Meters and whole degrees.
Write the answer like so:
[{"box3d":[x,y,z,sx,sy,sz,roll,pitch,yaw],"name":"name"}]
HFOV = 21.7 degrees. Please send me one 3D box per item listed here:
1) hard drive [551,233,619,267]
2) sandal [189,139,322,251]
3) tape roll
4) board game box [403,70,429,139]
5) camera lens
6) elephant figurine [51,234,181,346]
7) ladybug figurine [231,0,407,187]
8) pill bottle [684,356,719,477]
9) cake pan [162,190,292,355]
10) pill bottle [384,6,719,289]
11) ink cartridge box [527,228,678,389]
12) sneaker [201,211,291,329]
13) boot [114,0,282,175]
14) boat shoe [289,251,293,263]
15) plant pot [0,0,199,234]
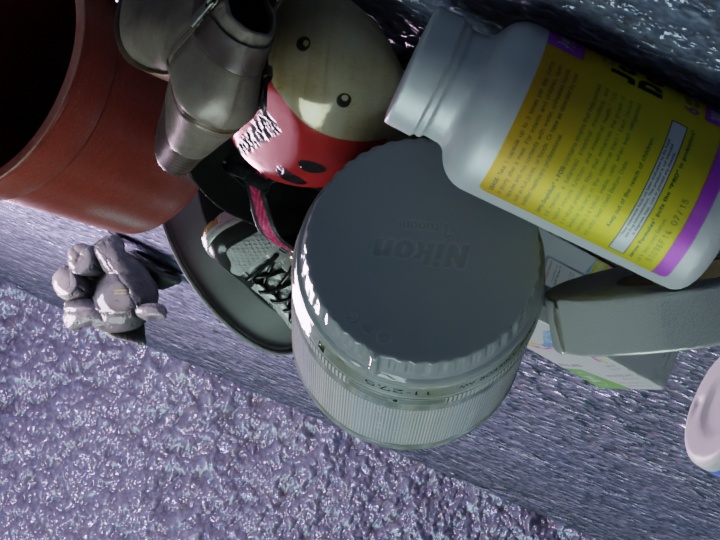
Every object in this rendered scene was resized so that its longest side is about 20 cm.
[{"box3d":[0.190,-0.015,1.399,0.199,0.027,0.132,28,169,-18],"name":"hard drive"},{"box3d":[-0.044,-0.045,1.394,0.200,0.075,0.045,39,-178,-21],"name":"sandal"},{"box3d":[0.214,0.016,1.168,0.201,0.037,0.203,-11,-175,1],"name":"tape roll"},{"box3d":[0.024,-0.078,1.338,0.134,0.034,0.200,44,165,-10],"name":"board game box"},{"box3d":[0.034,0.019,1.208,0.159,0.161,0.200,23,162,6],"name":"camera lens"},{"box3d":[-0.306,0.026,2.456,0.141,0.156,0.200,-23,167,11],"name":"elephant figurine"},{"box3d":[-0.037,-0.110,1.213,0.136,0.072,0.200,51,158,1],"name":"ladybug figurine"},{"box3d":[0.377,0.149,1.536,0.199,0.115,0.114,27,169,-15],"name":"pill bottle"},{"box3d":[-0.099,-0.020,1.662,0.037,0.201,0.200,-34,136,24],"name":"cake pan"},{"box3d":[0.118,-0.075,1.070,0.199,0.105,0.104,25,169,-4],"name":"pill bottle"},{"box3d":[0.137,0.018,1.421,0.199,0.068,0.117,28,169,-14],"name":"ink cartridge box"},{"box3d":[-0.050,0.010,1.572,0.199,0.075,0.088,28,-148,-46],"name":"sneaker"},{"box3d":[-0.093,-0.161,1.147,0.070,0.201,0.146,6,142,-26],"name":"boot"},{"box3d":[0.000,0.000,1.516,0.074,0.069,0.200,15,164,38],"name":"boat shoe"},{"box3d":[-0.216,-0.124,1.379,0.200,0.202,0.195,16,175,36],"name":"plant pot"}]
